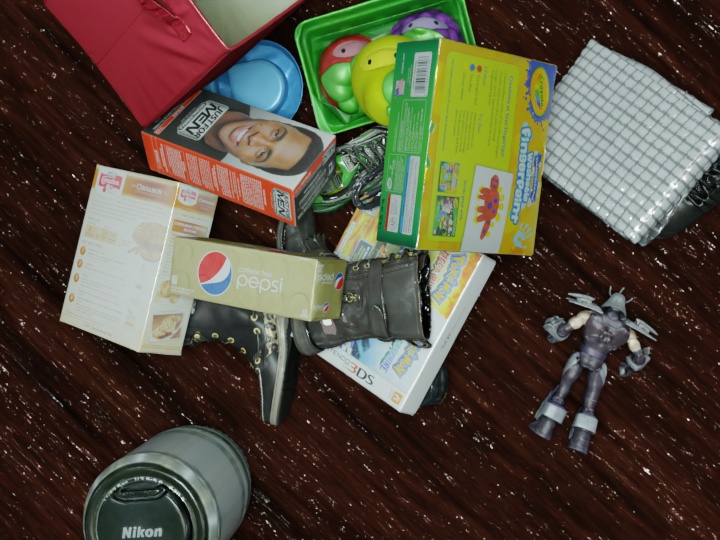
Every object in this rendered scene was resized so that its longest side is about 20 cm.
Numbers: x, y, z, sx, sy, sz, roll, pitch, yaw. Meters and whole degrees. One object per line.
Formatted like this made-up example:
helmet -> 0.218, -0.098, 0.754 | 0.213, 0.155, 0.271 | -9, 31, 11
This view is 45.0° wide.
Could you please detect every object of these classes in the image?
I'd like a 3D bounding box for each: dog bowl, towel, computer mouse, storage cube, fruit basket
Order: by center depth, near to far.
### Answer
storage cube -> -0.191, -0.291, 0.920 | 0.179, 0.200, 0.171 | -26, 108, 45
fruit basket -> 0.033, -0.233, 0.981 | 0.214, 0.216, 0.157 | -15, 91, 8
towel -> 0.296, -0.141, 0.988 | 0.200, 0.085, 0.166 | 42, 97, 26
computer mouse -> 0.076, -0.122, 1.034 | 0.199, 0.034, 0.059 | -21, 117, -17
dog bowl -> -0.164, -0.215, 1.084 | 0.198, 0.050, 0.113 | -11, 91, 8

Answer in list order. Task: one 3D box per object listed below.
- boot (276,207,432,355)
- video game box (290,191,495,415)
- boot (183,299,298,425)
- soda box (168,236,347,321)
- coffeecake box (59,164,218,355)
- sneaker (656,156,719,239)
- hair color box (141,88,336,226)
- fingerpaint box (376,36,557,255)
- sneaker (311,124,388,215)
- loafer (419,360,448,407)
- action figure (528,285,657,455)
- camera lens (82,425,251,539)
boot -> 0.000, 0.000, 0.982 | 0.173, 0.069, 0.202 | -14, 81, 28
video game box -> 0.033, 0.035, 1.015 | 0.181, 0.047, 0.201 | 30, 94, 30
boot -> -0.155, 0.088, 1.086 | 0.149, 0.073, 0.202 | 2, 94, 9
soda box -> -0.117, 0.008, 0.972 | 0.198, 0.064, 0.068 | 9, 95, 30
coffeecake box -> -0.271, -0.015, 1.061 | 0.153, 0.073, 0.202 | 14, 91, 35
sneaker -> 0.402, -0.115, 0.995 | 0.200, 0.082, 0.073 | -45, 90, 9
hair color box -> -0.136, -0.134, 0.987 | 0.199, 0.062, 0.102 | 22, 53, 16
fingerpaint box -> 0.109, -0.121, 0.894 | 0.166, 0.073, 0.202 | 1, 98, -36
sneaker -> 0.009, -0.128, 1.047 | 0.199, 0.085, 0.078 | -32, 88, 7
loafer -> 0.060, 0.069, 1.061 | 0.072, 0.072, 0.202 | -18, 72, 28
action figure -> 0.270, 0.111, 1.035 | 0.129, 0.069, 0.202 | 24, 92, 13
camera lens -> -0.224, 0.279, 1.041 | 0.158, 0.200, 0.162 | 0, 93, 8
